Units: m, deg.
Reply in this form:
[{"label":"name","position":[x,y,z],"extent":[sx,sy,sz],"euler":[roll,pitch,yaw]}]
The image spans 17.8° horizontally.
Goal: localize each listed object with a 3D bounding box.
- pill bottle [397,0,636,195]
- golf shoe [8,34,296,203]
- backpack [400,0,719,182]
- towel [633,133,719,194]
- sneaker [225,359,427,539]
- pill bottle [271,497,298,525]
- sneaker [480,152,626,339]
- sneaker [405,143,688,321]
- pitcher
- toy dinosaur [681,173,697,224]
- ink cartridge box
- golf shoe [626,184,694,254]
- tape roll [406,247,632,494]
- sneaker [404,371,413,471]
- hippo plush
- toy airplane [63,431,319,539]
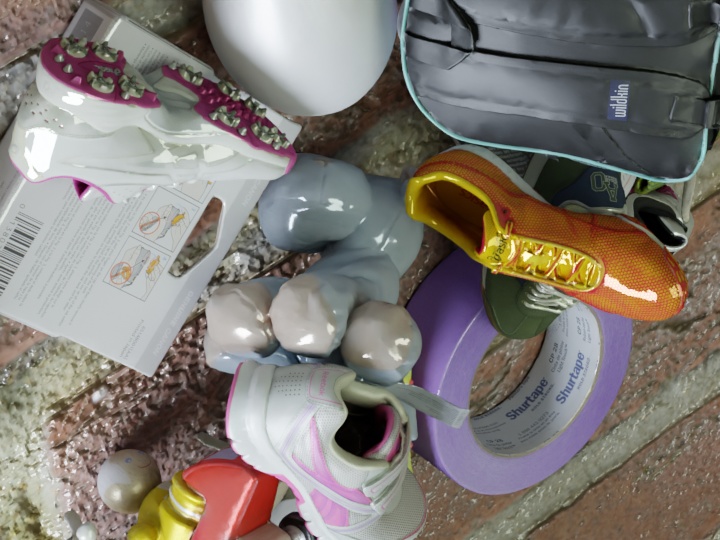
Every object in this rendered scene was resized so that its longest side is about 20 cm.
[{"label":"pill bottle","position":[0.111,-0.124,1.616],"extent":[0.114,0.114,0.200],"euler":[-47,136,-10]},{"label":"golf shoe","position":[-0.129,-0.080,1.412],"extent":[0.200,0.075,0.092],"euler":[15,118,-41]},{"label":"backpack","position":[0.125,-0.161,1.428],"extent":[0.199,0.154,0.176],"euler":[4,125,0]},{"label":"towel","position":[0.258,-0.147,1.741],"extent":[0.200,0.023,0.144],"euler":[-39,142,-55]},{"label":"sneaker","position":[-0.003,0.125,1.510],"extent":[0.200,0.088,0.082],"euler":[44,48,-46]},{"label":"pill bottle","position":[-0.005,0.251,1.734],"extent":[0.110,0.109,0.200],"euler":[-52,136,-5]},{"label":"sneaker","position":[0.135,-0.006,1.594],"extent":[0.067,0.090,0.201],"euler":[1,134,-17]},{"label":"sneaker","position":[0.118,-0.013,1.502],"extent":[0.077,0.200,0.073],"euler":[-41,149,-49]},{"label":"pitcher","position":[-0.047,-0.204,1.435],"extent":[0.121,0.172,0.200],"euler":[-12,149,5]},{"label":"toy dinosaur","position":[0.204,-0.139,1.625],"extent":[0.047,0.200,0.088],"euler":[-17,157,-16]},{"label":"ink cartridge box","position":[-0.155,-0.049,1.477],"extent":[0.176,0.045,0.200],"euler":[29,94,-45]},{"label":"golf shoe","position":[0.214,-0.030,1.763],"extent":[0.200,0.092,0.073],"euler":[6,112,-58]},{"label":"tape roll","position":[0.115,0.069,1.767],"extent":[0.200,0.066,0.201],"euler":[-21,126,-32]},{"label":"sneaker","position":[0.011,0.097,1.683],"extent":[0.090,0.078,0.200],"euler":[-41,134,-18]},{"label":"hippo plush","position":[0.000,0.000,1.545],"extent":[0.199,0.159,0.161],"euler":[20,71,-21]},{"label":"toy airplane","position":[-0.134,0.189,1.587],"extent":[0.199,0.141,0.200],"euler":[-38,171,-4]}]
